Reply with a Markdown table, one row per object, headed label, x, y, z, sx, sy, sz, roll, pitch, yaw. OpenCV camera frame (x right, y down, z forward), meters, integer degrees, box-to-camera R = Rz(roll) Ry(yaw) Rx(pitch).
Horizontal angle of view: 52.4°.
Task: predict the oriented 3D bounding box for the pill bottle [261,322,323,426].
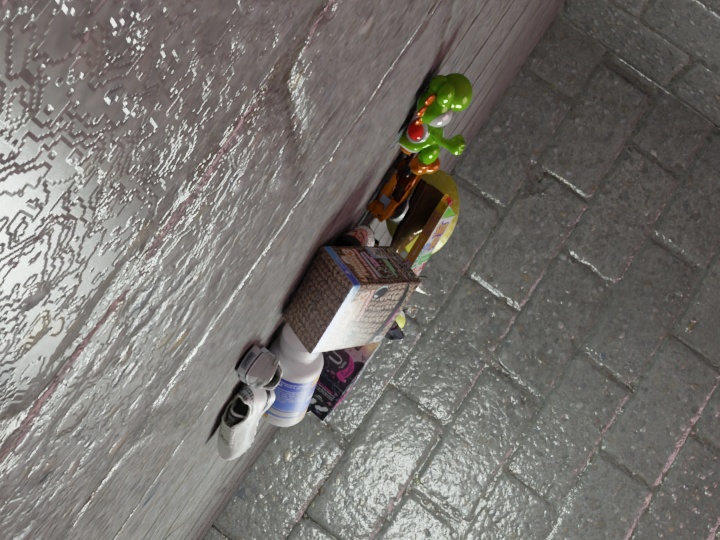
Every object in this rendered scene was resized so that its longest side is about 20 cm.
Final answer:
| label | x | y | z | sx | sy | sz | roll | pitch | yaw |
| --- | --- | --- | --- | --- | --- | --- | --- | --- | --- |
| pill bottle | -0.134 | 0.196 | 1.415 | 0.112 | 0.110 | 0.203 | -49 | 165 | -52 |

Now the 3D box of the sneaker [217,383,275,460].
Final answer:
| label | x | y | z | sx | sy | sz | roll | pitch | yaw |
| --- | --- | --- | --- | --- | --- | --- | --- | --- | --- |
| sneaker | -0.237 | 0.288 | 1.386 | 0.080 | 0.076 | 0.203 | -26 | 147 | -58 |

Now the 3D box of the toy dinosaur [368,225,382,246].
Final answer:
| label | x | y | z | sx | sy | sz | roll | pitch | yaw |
| --- | --- | --- | --- | --- | --- | --- | --- | --- | --- |
| toy dinosaur | 0.000 | 0.000 | 1.503 | 0.134 | 0.202 | 0.086 | -35 | 146 | 7 |

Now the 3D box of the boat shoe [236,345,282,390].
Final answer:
| label | x | y | z | sx | sy | sz | roll | pitch | yaw |
| --- | --- | --- | --- | --- | --- | --- | --- | --- | --- |
| boat shoe | -0.168 | 0.178 | 1.265 | 0.074 | 0.065 | 0.200 | -55 | 176 | -5 |

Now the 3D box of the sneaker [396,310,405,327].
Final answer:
| label | x | y | z | sx | sy | sz | roll | pitch | yaw |
| --- | --- | --- | --- | --- | --- | --- | --- | --- | --- |
| sneaker | 0.024 | 0.120 | 1.613 | 0.077 | 0.197 | 0.093 | -18 | -111 | 44 |

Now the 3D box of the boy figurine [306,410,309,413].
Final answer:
| label | x | y | z | sx | sy | sz | roll | pitch | yaw |
| --- | --- | --- | --- | --- | --- | --- | --- | --- | --- |
| boy figurine | -0.193 | 0.315 | 1.798 | 0.122 | 0.066 | 0.199 | -3 | 175 | -30 |

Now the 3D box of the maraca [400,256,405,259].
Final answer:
| label | x | y | z | sx | sy | sz | roll | pitch | yaw |
| --- | --- | --- | --- | --- | --- | --- | --- | --- | --- |
| maraca | 0.071 | 0.019 | 1.676 | 0.198 | 0.108 | 0.137 | -16 | 157 | -52 |

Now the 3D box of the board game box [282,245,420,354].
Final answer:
| label | x | y | z | sx | sy | sz | roll | pitch | yaw |
| --- | --- | --- | --- | --- | --- | --- | --- | --- | --- |
| board game box | -0.014 | 0.049 | 1.313 | 0.198 | 0.097 | 0.161 | -3 | 133 | -50 |

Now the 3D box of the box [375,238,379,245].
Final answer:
| label | x | y | z | sx | sy | sz | roll | pitch | yaw |
| --- | --- | --- | --- | --- | --- | --- | --- | --- | --- |
| box | -0.032 | 0.008 | 1.633 | 0.201 | 0.050 | 0.076 | -55 | 176 | -29 |

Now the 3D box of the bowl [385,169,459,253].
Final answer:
| label | x | y | z | sx | sy | sz | roll | pitch | yaw |
| --- | --- | --- | --- | --- | --- | --- | --- | --- | --- |
| bowl | 0.115 | -0.142 | 1.636 | 0.106 | 0.201 | 0.202 | 14 | 118 | -39 |

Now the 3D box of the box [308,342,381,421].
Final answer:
| label | x | y | z | sx | sy | sz | roll | pitch | yaw |
| --- | --- | --- | --- | --- | --- | --- | --- | --- | --- |
| box | -0.061 | 0.201 | 1.603 | 0.200 | 0.131 | 0.116 | -46 | 172 | -50 |

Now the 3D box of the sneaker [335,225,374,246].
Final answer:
| label | x | y | z | sx | sy | sz | roll | pitch | yaw |
| --- | --- | --- | --- | --- | --- | --- | --- | --- | --- |
| sneaker | -0.036 | 0.003 | 1.435 | 0.204 | 0.067 | 0.108 | -62 | 171 | 31 |

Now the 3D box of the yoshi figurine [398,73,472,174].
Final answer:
| label | x | y | z | sx | sy | sz | roll | pitch | yaw |
| --- | --- | --- | --- | --- | --- | --- | --- | --- | --- |
| yoshi figurine | 0.137 | -0.259 | 1.247 | 0.201 | 0.110 | 0.114 | 112 | -2 | -61 |

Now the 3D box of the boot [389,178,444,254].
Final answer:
| label | x | y | z | sx | sy | sz | roll | pitch | yaw |
| --- | --- | --- | --- | --- | --- | --- | --- | --- | --- |
| boot | 0.114 | -0.087 | 1.551 | 0.203 | 0.074 | 0.074 | -62 | -174 | 24 |

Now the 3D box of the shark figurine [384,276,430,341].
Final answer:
| label | x | y | z | sx | sy | sz | roll | pitch | yaw |
| --- | --- | --- | --- | --- | --- | --- | --- | --- | --- |
| shark figurine | 0.070 | 0.092 | 1.568 | 0.216 | 0.125 | 0.091 | -57 | 142 | -49 |

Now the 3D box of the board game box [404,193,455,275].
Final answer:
| label | x | y | z | sx | sy | sz | roll | pitch | yaw |
| --- | --- | --- | --- | --- | --- | --- | --- | --- | --- |
| board game box | 0.136 | -0.059 | 1.494 | 0.203 | 0.030 | 0.095 | -61 | 164 | 3 |

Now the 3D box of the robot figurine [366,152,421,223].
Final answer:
| label | x | y | z | sx | sy | sz | roll | pitch | yaw |
| --- | --- | --- | --- | --- | --- | --- | --- | --- | --- |
| robot figurine | 0.091 | -0.192 | 1.468 | 0.202 | 0.058 | 0.145 | -56 | 176 | 13 |
